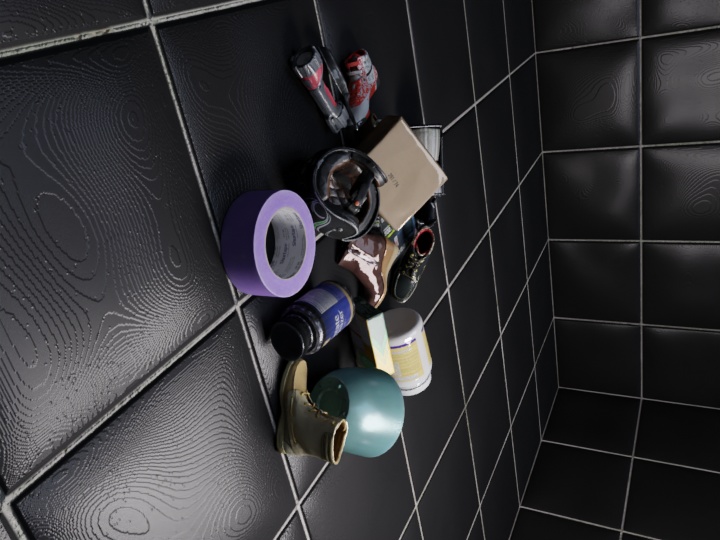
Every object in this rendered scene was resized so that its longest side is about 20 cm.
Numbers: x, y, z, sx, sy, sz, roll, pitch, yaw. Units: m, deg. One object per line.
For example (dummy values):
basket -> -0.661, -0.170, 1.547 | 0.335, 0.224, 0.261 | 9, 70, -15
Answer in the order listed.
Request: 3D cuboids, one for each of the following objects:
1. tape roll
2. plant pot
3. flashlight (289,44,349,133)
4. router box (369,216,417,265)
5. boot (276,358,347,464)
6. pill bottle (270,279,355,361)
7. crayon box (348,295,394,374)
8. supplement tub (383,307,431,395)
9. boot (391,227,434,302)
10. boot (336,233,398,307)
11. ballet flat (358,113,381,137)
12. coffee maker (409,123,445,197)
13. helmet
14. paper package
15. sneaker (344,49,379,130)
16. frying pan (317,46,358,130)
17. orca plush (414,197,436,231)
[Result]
tape roll -> -0.175, -0.053, 1.179 | 0.198, 0.083, 0.207 | -7, 97, -61
plant pot -> -0.024, 0.314, 1.376 | 0.159, 0.197, 0.207 | 21, 74, -48
flashlight -> -0.083, -0.400, 1.339 | 0.200, 0.067, 0.069 | 49, 14, -54
router box -> 0.081, -0.120, 1.648 | 0.200, 0.061, 0.153 | -49, 132, -48
boot -> -0.097, 0.290, 1.270 | 0.072, 0.152, 0.207 | 17, 77, -58
pill bottle -> -0.102, 0.107, 1.293 | 0.199, 0.109, 0.115 | -37, 123, -53
crayon box -> 0.024, 0.180, 1.504 | 0.050, 0.125, 0.205 | -21, 116, -22
supplement tub -> 0.116, 0.222, 1.655 | 0.146, 0.142, 0.205 | -51, 134, -46
boot -> 0.143, -0.017, 1.674 | 0.154, 0.072, 0.208 | 86, 29, -81
boot -> 0.000, 0.000, 1.522 | 0.163, 0.072, 0.205 | 15, 102, -38
ballet flat -> 0.086, -0.323, 1.529 | 0.198, 0.073, 0.068 | 39, 36, -2
coffee maker -> 0.194, -0.315, 1.766 | 0.191, 0.131, 0.207 | -16, 107, -59
helmet -> -0.042, -0.163, 1.300 | 0.190, 0.194, 0.207 | 153, -55, -76
paper package -> 0.077, -0.236, 1.456 | 0.190, 0.104, 0.200 | -44, 115, 2
sneaker -> -0.014, -0.440, 1.457 | 0.109, 0.065, 0.205 | 58, 41, -44
frying pan -> -0.047, -0.416, 1.339 | 0.194, 0.030, 0.115 | 66, 7, 23
orca plush -> 0.167, -0.169, 1.766 | 0.070, 0.106, 0.202 | 30, 30, -11
